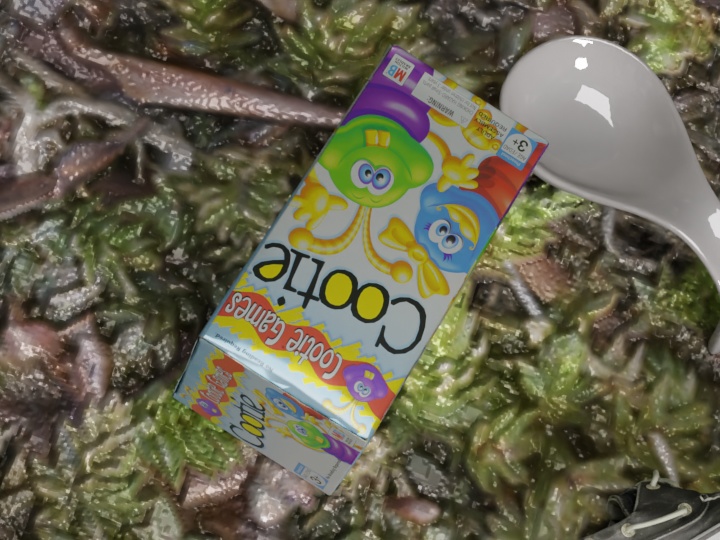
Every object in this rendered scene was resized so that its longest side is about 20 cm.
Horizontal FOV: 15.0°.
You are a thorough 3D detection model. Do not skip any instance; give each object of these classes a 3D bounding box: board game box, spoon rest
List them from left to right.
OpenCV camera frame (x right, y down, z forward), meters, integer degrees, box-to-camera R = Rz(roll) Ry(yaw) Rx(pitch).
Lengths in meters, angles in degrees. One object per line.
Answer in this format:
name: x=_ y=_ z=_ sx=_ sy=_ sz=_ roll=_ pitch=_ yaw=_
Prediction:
board game box: x=0.000 y=0.000 z=1.451 sx=0.103 sy=0.105 sz=0.200 roll=32 pitch=67 yaw=1
spoon rest: x=0.159 y=-0.049 z=1.528 sx=0.099 sy=0.061 sz=0.200 roll=-35 pitch=81 yaw=-22

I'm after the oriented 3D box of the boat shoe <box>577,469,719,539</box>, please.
boat shoe: x=0.159 y=0.141 z=1.450 sx=0.200 sy=0.071 sz=0.064 roll=-26 pitch=78 yaw=-18
